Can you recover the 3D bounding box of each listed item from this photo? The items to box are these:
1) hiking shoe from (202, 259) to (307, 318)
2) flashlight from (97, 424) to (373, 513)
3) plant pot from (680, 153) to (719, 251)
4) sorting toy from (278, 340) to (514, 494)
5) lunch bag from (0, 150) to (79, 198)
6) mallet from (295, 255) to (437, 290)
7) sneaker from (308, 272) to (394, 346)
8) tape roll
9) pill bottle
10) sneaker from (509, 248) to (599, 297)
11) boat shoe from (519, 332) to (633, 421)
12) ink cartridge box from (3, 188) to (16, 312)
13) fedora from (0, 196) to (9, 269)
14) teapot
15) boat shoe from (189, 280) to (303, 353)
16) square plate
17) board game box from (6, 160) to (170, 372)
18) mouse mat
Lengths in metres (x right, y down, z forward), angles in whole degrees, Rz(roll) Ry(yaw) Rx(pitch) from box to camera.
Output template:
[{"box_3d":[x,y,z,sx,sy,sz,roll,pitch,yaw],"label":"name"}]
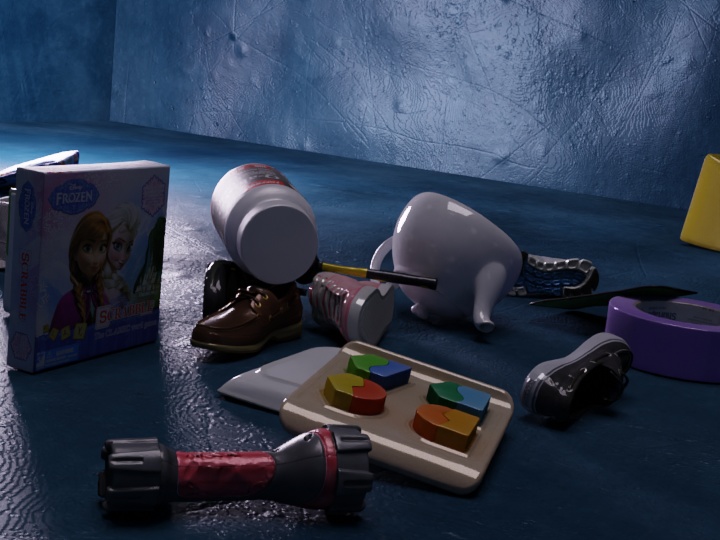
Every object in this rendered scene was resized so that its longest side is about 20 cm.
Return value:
[{"box_3d":[-0.132,0.024,1.464,0.099,0.077,0.200,5,9,14],"label":"hiking shoe"},{"box_3d":[-0.091,0.149,0.868,0.197,0.069,0.068,4,14,-20],"label":"flashlight"},{"box_3d":[0.851,-0.127,2.537,0.197,0.203,0.176,-1,24,-35],"label":"plant pot"},{"box_3d":[0.041,0.120,1.057,0.182,0.037,0.200,18,19,12],"label":"sorting toy"},{"box_3d":[-0.635,-0.164,2.174,0.196,0.096,0.151,-3,13,2],"label":"lunch bag"},{"box_3d":[0.000,0.000,1.498,0.196,0.042,0.066,6,-16,12],"label":"mallet"},{"box_3d":[-0.023,0.048,1.415,0.103,0.077,0.200,8,7,10],"label":"sneaker"},{"box_3d":[0.413,0.084,1.491,0.196,0.067,0.200,5,11,-1],"label":"tape roll"},{"box_3d":[-0.117,-0.057,1.434,0.114,0.118,0.200,3,15,-16],"label":"pill bottle"},{"box_3d":[0.270,0.007,1.840,0.197,0.076,0.087,11,0,-5],"label":"sneaker"},{"box_3d":[0.246,0.116,1.230,0.066,0.071,0.199,23,19,35],"label":"boat shoe"},{"box_3d":[-0.336,-0.028,1.430,0.083,0.149,0.199,10,12,26],"label":"ink cartridge box"},{"box_3d":[-0.464,-0.060,1.675,0.197,0.092,0.176,0,12,-28],"label":"fedora"},{"box_3d":[0.112,-0.002,1.587,0.196,0.147,0.200,33,-8,5],"label":"teapot"},{"box_3d":[-0.130,0.051,1.347,0.071,0.069,0.199,11,12,26],"label":"boat shoe"},{"box_3d":[-0.011,0.116,1.185,0.195,0.029,0.199,11,12,27],"label":"square plate"},{"box_3d":[-0.283,-0.011,1.229,0.041,0.203,0.199,11,13,27],"label":"board game box"},{"box_3d":[0.354,0.039,1.630,0.198,0.008,0.160,-8,-9,34],"label":"mouse mat"}]
